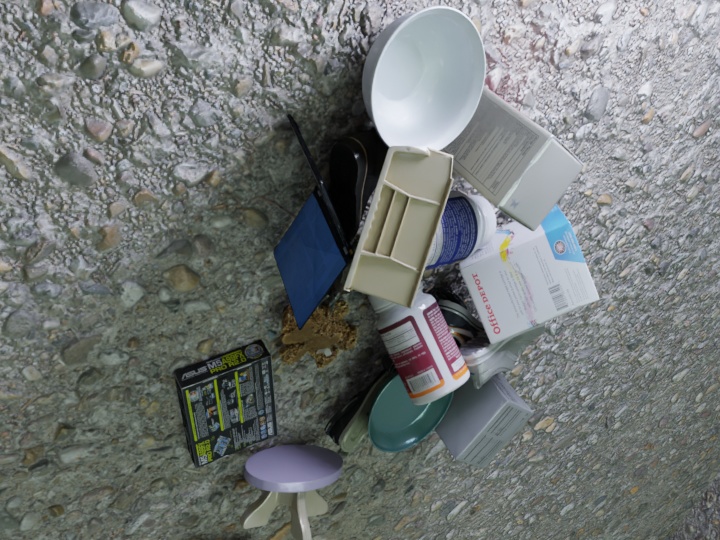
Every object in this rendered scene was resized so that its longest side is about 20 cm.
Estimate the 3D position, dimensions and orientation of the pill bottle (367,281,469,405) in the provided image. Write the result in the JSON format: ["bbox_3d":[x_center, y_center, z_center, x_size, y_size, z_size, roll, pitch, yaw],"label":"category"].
[{"bbox_3d":[0.095,0.112,1.296,0.112,0.204,0.114,-26,180,0],"label":"pill bottle"}]

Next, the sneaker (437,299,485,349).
[{"bbox_3d":[0.196,0.127,1.415,0.198,0.077,0.081,31,74,-39],"label":"sneaker"}]

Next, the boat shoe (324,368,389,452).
[{"bbox_3d":[0.011,0.249,1.470,0.200,0.067,0.072,-48,132,-16],"label":"boat shoe"}]

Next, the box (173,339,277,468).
[{"bbox_3d":[-0.224,0.228,1.297,0.157,0.044,0.204,-18,132,-22],"label":"box"}]

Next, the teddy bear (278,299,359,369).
[{"bbox_3d":[-0.076,0.102,1.298,0.145,0.067,0.198,-48,144,21],"label":"teddy bear"}]

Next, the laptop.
[{"bbox_3d":[-0.089,-0.068,1.052,0.114,0.189,0.202,-25,131,-1],"label":"laptop"}]

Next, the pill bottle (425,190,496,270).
[{"bbox_3d":[0.129,-0.068,1.247,0.197,0.119,0.122,-12,131,-41],"label":"pill bottle"}]

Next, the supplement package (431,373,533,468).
[{"bbox_3d":[0.211,0.256,1.514,0.110,0.201,0.157,27,108,-44],"label":"supplement package"}]

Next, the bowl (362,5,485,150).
[{"bbox_3d":[0.074,-0.271,1.066,0.197,0.090,0.205,-18,125,-26],"label":"bowl"}]

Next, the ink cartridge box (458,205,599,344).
[{"bbox_3d":[0.284,0.003,1.328,0.196,0.146,0.149,-23,104,11],"label":"ink cartridge box"}]

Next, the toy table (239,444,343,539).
[{"bbox_3d":[-0.130,0.412,1.429,0.195,0.184,0.120,5,106,-23],"label":"toy table"}]

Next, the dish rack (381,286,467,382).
[{"bbox_3d":[0.134,0.136,1.453,0.202,0.054,0.153,-53,137,-2],"label":"dish rack"}]

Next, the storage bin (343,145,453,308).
[{"bbox_3d":[0.057,-0.061,1.043,0.200,0.092,0.203,-18,126,-85],"label":"storage bin"}]

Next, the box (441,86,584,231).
[{"bbox_3d":[0.220,-0.178,1.172,0.108,0.201,0.129,24,110,-43],"label":"box"}]

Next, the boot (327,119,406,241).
[{"bbox_3d":[0.013,-0.135,1.163,0.138,0.077,0.202,-38,159,-35],"label":"boot"}]

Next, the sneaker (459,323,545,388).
[{"bbox_3d":[0.257,0.142,1.378,0.197,0.074,0.084,-23,109,-28],"label":"sneaker"}]

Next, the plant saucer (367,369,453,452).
[{"bbox_3d":[0.087,0.243,1.414,0.196,0.036,0.204,-19,126,-27],"label":"plant saucer"}]

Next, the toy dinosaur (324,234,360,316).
[{"bbox_3d":[0.000,0.000,1.265,0.103,0.077,0.198,-50,160,27],"label":"toy dinosaur"}]
